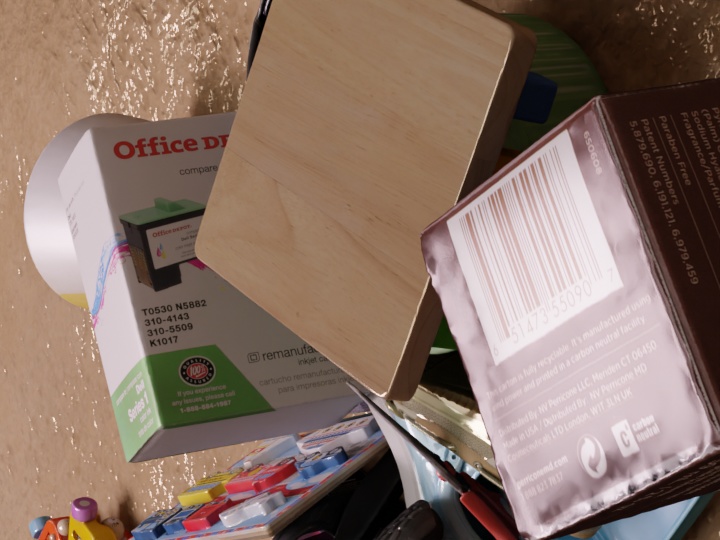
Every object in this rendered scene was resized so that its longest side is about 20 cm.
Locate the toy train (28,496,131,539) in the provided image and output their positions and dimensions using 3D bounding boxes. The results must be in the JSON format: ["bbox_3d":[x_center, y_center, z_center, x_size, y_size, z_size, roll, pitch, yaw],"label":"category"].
[{"bbox_3d":[-0.225,0.279,1.814,0.200,0.056,0.150,63,145,30],"label":"toy train"}]

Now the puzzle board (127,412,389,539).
[{"bbox_3d":[-0.065,0.141,1.401,0.200,0.151,0.017,-17,105,53],"label":"puzzle board"}]

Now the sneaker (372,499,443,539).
[{"bbox_3d":[0.028,0.219,1.304,0.088,0.076,0.200,42,143,12],"label":"sneaker"}]

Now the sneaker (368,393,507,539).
[{"bbox_3d":[0.061,0.098,1.303,0.082,0.074,0.200,-13,97,52],"label":"sneaker"}]

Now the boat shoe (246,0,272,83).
[{"bbox_3d":[-0.028,-0.169,1.302,0.072,0.068,0.200,7,71,19],"label":"boat shoe"}]

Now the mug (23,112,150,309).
[{"bbox_3d":[-0.129,-0.032,1.529,0.153,0.186,0.150,5,71,48],"label":"mug"}]

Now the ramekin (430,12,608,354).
[{"bbox_3d":[0.065,-0.058,1.219,0.200,0.098,0.201,22,117,53],"label":"ramekin"}]

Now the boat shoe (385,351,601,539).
[{"bbox_3d":[0.068,0.087,1.215,0.200,0.073,0.063,28,127,41],"label":"boat shoe"}]

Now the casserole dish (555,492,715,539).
[{"bbox_3d":[0.155,0.100,1.179,0.121,0.039,0.200,59,141,30],"label":"casserole dish"}]

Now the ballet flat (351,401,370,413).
[{"bbox_3d":[0.000,0.000,1.382,0.072,0.072,0.201,19,115,54],"label":"ballet flat"}]

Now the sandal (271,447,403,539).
[{"bbox_3d":[-0.024,0.172,1.337,0.048,0.200,0.075,30,134,10],"label":"sandal"}]

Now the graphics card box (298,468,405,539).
[{"bbox_3d":[0.013,0.226,1.426,0.200,0.051,0.126,39,129,44],"label":"graphics card box"}]

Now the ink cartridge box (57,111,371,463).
[{"bbox_3d":[-0.094,0.006,1.314,0.084,0.145,0.200,133,124,-60],"label":"ink cartridge box"}]

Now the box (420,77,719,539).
[{"bbox_3d":[0.168,0.012,0.982,0.166,0.200,0.165,-39,66,55],"label":"box"}]

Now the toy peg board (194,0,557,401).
[{"bbox_3d":[0.025,-0.058,1.126,0.200,0.098,0.200,34,111,47],"label":"toy peg board"}]

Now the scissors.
[{"bbox_3d":[0.055,0.122,1.216,0.014,0.200,0.073,-41,17,13],"label":"scissors"}]
